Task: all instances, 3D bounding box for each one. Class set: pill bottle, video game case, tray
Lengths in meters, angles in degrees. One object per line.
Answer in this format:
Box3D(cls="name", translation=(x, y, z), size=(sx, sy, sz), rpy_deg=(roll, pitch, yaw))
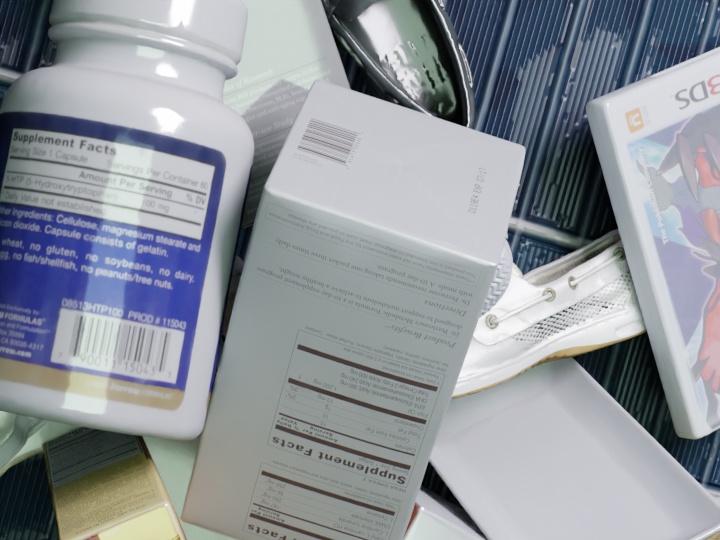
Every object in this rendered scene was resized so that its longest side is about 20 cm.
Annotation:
Box3D(cls="pill bottle", translation=(-0.112, -0.031, 0.798), size=(0.119, 0.120, 0.202), rpy_deg=(12, 85, -15))
Box3D(cls="video game case", translation=(0.228, -0.030, 1.011), size=(0.181, 0.023, 0.202), rpy_deg=(-24, 103, -29))
Box3D(cls="tray", translation=(0.106, 0.112, 0.940), size=(0.107, 0.200, 0.022), rpy_deg=(-26, 122, -9))

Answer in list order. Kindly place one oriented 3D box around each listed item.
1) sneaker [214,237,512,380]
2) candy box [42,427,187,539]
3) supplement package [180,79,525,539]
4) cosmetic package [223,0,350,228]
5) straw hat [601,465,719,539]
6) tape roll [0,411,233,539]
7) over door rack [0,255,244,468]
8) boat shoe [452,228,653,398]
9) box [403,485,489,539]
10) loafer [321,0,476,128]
Box3D(cls="sneaker", translation=(0.000, 0.000, 0.958), size=(0.199, 0.115, 0.076), rpy_deg=(-21, 111, 25))
Box3D(cls="candy box", translation=(-0.107, 0.147, 0.843), size=(0.055, 0.200, 0.116), rpy_deg=(-21, 101, -10))
Box3D(cls="supplement package", translation=(-0.005, 0.033, 0.840), size=(0.109, 0.114, 0.201), rpy_deg=(18, 123, 2))
Box3D(cls="cosmetic package", translation=(-0.068, -0.132, 0.907), size=(0.090, 0.107, 0.202), rpy_deg=(-24, 100, -10))
Box3D(cls="straw hat", translation=(0.152, 0.150, 0.970), size=(0.200, 0.201, 0.085), rpy_deg=(-36, 84, -8))
Box3D(cls="tape roll", translation=(-0.164, 0.144, 0.951), size=(0.201, 0.037, 0.205), rpy_deg=(-2, 97, -15))
Box3D(cls="over door rack", translation=(-0.179, 0.003, 0.889), size=(0.200, 0.067, 0.148), rpy_deg=(-38, 82, -6))
Box3D(cls="boat shoe", translation=(0.076, 0.023, 0.984), size=(0.198, 0.071, 0.070), rpy_deg=(-18, 101, -21))
Box3D(cls="box", translation=(0.006, 0.222, 0.958), size=(0.097, 0.124, 0.201), rpy_deg=(31, 88, -15))
Box3D(cls="loafer", translation=(0.006, -0.157, 0.941), size=(0.068, 0.070, 0.202), rpy_deg=(-33, 103, -9))
